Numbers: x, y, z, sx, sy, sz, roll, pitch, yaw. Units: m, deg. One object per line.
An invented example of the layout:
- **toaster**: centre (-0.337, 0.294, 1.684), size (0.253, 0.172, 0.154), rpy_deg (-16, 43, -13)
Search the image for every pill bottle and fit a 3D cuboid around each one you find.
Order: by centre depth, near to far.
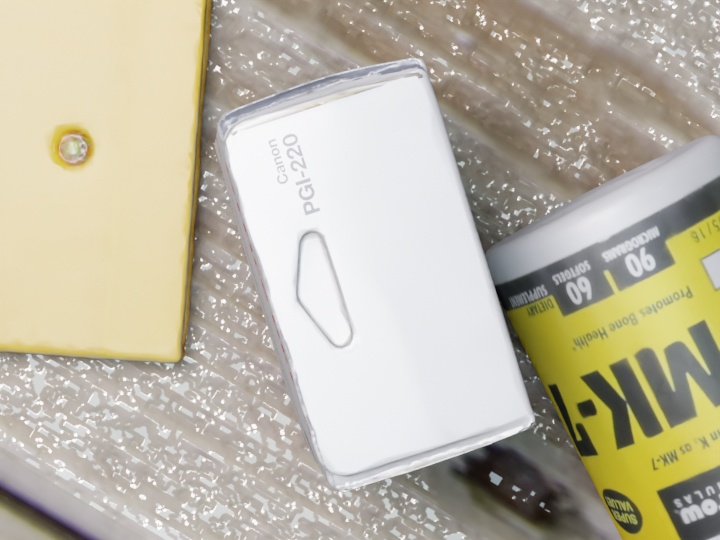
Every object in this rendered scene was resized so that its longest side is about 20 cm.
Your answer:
- **pill bottle**: centre (0.143, 0.056, 1.119), size (0.114, 0.114, 0.200), rpy_deg (-28, 91, -1)

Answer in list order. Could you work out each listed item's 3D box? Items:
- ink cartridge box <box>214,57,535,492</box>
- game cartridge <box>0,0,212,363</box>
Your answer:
- **ink cartridge box**: centre (0.000, 0.000, 1.071), size (0.085, 0.200, 0.146), rpy_deg (-17, 92, -1)
- **game cartridge**: centre (-0.167, -0.055, 1.152), size (0.200, 0.032, 0.177), rpy_deg (5, 91, 1)
